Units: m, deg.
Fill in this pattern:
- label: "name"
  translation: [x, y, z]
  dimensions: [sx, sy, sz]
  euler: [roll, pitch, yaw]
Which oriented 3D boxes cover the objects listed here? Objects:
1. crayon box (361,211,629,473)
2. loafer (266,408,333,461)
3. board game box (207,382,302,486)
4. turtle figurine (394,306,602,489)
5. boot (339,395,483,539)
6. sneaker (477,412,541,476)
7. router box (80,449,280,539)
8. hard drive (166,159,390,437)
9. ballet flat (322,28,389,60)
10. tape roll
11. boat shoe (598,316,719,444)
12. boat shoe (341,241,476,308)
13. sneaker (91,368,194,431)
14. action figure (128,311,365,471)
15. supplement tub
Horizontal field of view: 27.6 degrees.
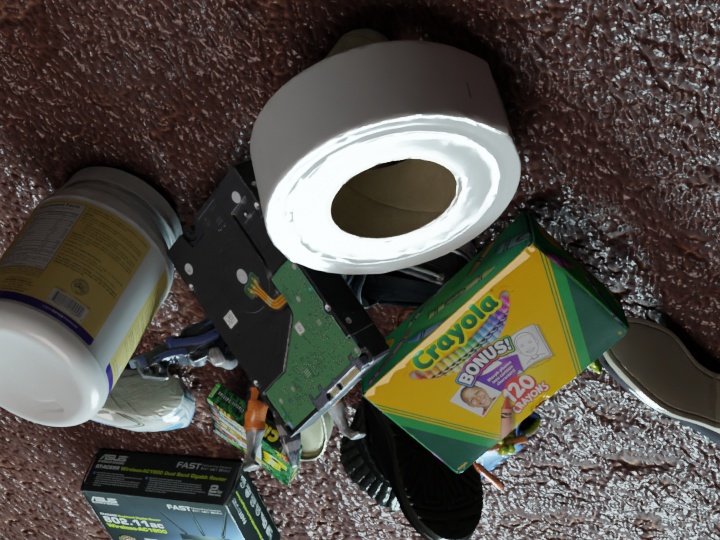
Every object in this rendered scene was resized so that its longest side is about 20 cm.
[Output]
- label: "crayon box"
  translation: [0.109, 0.062, 1.221]
  dimensions: [0.118, 0.058, 0.200]
  euler: [39, 112, -19]
- label: "loafer"
  translation: [-0.072, 0.135, 1.471]
  dimensions: [0.075, 0.069, 0.201]
  euler: [9, 140, 14]
- label: "board game box"
  translation: [-0.107, 0.169, 1.487]
  dimensions: [0.104, 0.024, 0.200]
  euler: [33, 165, 6]
- label: "turtle figurine"
  translation: [0.131, 0.091, 1.308]
  dimensions: [0.160, 0.065, 0.202]
  euler: [-24, 107, 18]
- label: "boot"
  translation: [0.047, 0.199, 1.411]
  dimensions: [0.078, 0.213, 0.159]
  euler: [-6, 142, -18]
- label: "sneaker"
  translation: [0.128, 0.168, 1.426]
  dimensions: [0.077, 0.067, 0.201]
  euler: [14, 141, 2]
- label: "router box"
  translation: [-0.208, 0.284, 1.713]
  dimensions: [0.197, 0.063, 0.151]
  euler: [1, 137, 22]
- label: "hard drive"
  translation: [-0.072, 0.024, 1.248]
  dimensions: [0.201, 0.038, 0.140]
  euler: [55, 135, 11]
- label: "ballet flat"
  translation: [-0.037, -0.117, 1.161]
  dimensions: [0.067, 0.063, 0.200]
  euler: [29, 141, -9]
- label: "tape roll"
  translation: [0.019, -0.081, 1.105]
  dimensions: [0.199, 0.072, 0.203]
  euler: [-10, 148, -6]
- label: "boat shoe"
  translation: [0.267, 0.104, 1.276]
  dimensions: [0.199, 0.074, 0.062]
  euler: [28, 150, -27]
- label: "boat shoe"
  translation: [0.000, 0.000, 1.279]
  dimensions: [0.197, 0.068, 0.072]
  euler: [7, 140, 16]
- label: "sneaker"
  translation: [-0.269, 0.134, 1.560]
  dimensions: [0.197, 0.073, 0.073]
  euler: [10, 150, 19]
- label: "action figure"
  translation: [-0.107, 0.087, 1.349]
  dimensions: [0.197, 0.196, 0.105]
  euler: [-17, 165, -8]
- label: "supplement tub"
  translation: [-0.252, 0.020, 1.299]
  dimensions: [0.143, 0.201, 0.147]
  euler: [14, 139, 13]
